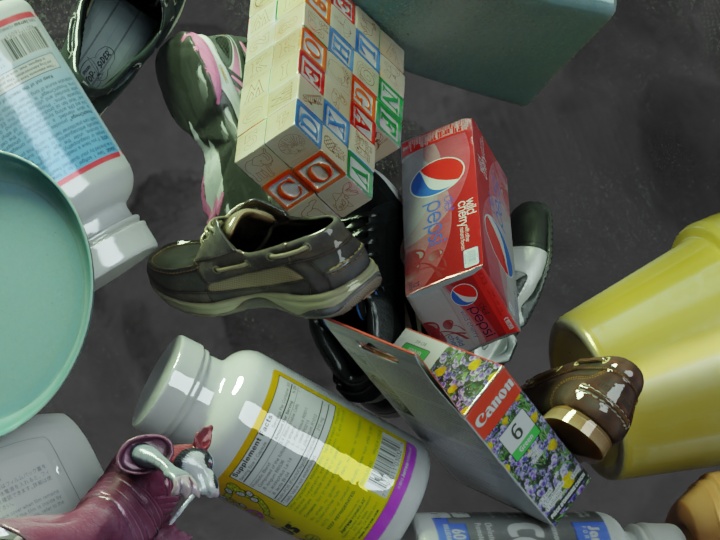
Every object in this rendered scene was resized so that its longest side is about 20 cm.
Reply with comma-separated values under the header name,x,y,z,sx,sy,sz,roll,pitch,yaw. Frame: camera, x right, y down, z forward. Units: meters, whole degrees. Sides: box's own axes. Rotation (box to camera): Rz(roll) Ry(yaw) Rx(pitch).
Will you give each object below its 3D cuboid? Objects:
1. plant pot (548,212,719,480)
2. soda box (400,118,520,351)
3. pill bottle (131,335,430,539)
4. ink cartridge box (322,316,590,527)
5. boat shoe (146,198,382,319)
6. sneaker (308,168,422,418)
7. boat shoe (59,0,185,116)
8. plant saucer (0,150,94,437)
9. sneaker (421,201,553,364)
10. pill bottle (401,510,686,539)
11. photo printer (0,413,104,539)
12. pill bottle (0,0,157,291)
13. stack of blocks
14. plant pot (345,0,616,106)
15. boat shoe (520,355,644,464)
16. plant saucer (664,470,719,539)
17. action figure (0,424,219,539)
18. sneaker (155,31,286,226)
name,x,y,z,sx,sy,sz,roll,pitch,yaw
plant pot,0.253,0.069,1.794,0.188,0.201,0.202,-19,81,-14
soda box,0.072,-0.026,1.739,0.070,0.063,0.200,58,18,-32
pill bottle,-0.057,0.124,1.668,0.199,0.104,0.105,29,63,-13
ink cartridge box,0.068,0.089,1.642,0.050,0.109,0.200,-50,128,-16
boat shoe,-0.072,-0.015,1.659,0.074,0.199,0.074,-43,122,-44
sneaker,0.000,0.000,1.720,0.073,0.112,0.201,-18,68,15
boat shoe,-0.171,-0.195,1.745,0.074,0.066,0.200,38,61,-9
plant saucer,-0.259,0.019,1.585,0.027,0.199,0.201,21,56,-63
sneaker,0.082,0.023,1.785,0.088,0.074,0.201,28,67,-10
pill bottle,0.130,0.229,1.694,0.199,0.114,0.114,0,72,-12
photo printer,-0.226,0.202,1.581,0.166,0.069,0.201,-26,84,-30
pill bottle,-0.228,-0.080,1.654,0.109,0.109,0.200,-31,88,-30
stack of blocks,-0.027,-0.121,1.727,0.115,0.058,0.200,42,31,-30
plant pot,0.068,-0.261,1.818,0.199,0.196,0.197,7,70,-16
boat shoe,0.150,0.103,1.714,0.070,0.200,0.070,38,73,-11
plant saucer,0.249,0.246,1.725,0.037,0.200,0.201,1,71,-6
action figure,-0.163,0.169,1.547,0.148,0.134,0.200,15,40,26
sneaker,-0.072,-0.089,1.753,0.086,0.080,0.201,-16,86,-39
